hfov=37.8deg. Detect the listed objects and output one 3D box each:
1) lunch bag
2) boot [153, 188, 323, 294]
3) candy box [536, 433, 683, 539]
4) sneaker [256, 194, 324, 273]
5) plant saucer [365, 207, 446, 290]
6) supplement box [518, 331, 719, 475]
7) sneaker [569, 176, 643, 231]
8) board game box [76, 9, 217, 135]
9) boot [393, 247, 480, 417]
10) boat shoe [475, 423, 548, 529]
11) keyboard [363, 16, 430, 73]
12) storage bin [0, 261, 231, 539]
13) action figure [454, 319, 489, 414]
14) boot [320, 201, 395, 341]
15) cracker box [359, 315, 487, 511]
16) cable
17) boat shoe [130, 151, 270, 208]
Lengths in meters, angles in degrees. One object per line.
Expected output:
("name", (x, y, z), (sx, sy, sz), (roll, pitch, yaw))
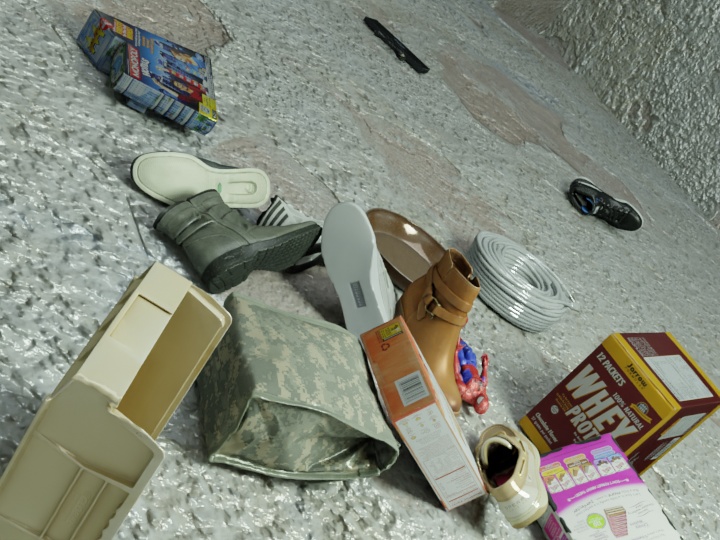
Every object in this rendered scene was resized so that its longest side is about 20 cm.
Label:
("lunch bag", (-0.063, 0.132, 1.107), (0.200, 0.118, 0.164), (19, 30, -29))
("boot", (-0.150, -0.058, 1.319), (0.200, 0.068, 0.131), (-22, 64, -42))
("candy box", (0.301, 0.312, 1.308), (0.136, 0.061, 0.200), (-12, 48, -21))
("sneaker", (-0.068, -0.066, 1.478), (0.115, 0.076, 0.200), (50, 29, 18))
("plant saucer", (0.077, -0.017, 1.644), (0.200, 0.037, 0.201), (32, 25, -17))
("supplement box", (0.374, 0.201, 1.497), (0.200, 0.197, 0.133), (4, 43, -52))
("sneaker", (0.581, -0.142, 2.521), (0.200, 0.073, 0.112), (33, 28, 5))
("board game box", (-0.312, -0.288, 1.531), (0.200, 0.062, 0.200), (25, 29, -27))
("boot", (0.112, 0.079, 1.390), (0.074, 0.155, 0.200), (15, 34, -43))
("boat shoe", (0.176, 0.231, 1.283), (0.069, 0.074, 0.200), (52, 7, -17))
("keyboard", (0.081, -0.548, 2.560), (0.200, 0.021, 0.127), (44, 19, 12))
("storage bin", (-0.201, 0.122, 0.839), (0.094, 0.199, 0.200), (32, 26, -7))
("action figure", (0.149, 0.129, 1.490), (0.065, 0.052, 0.200), (29, 29, -29))
("boot", (0.000, 0.000, 1.390), (0.096, 0.073, 0.201), (-58, 140, -72))
("cracker box", (0.074, 0.165, 1.201), (0.134, 0.058, 0.200), (-112, 176, -46))
("cable", (0.265, 0.018, 1.808), (0.200, 0.069, 0.200), (1, 44, -52))
("boat shoe", (-0.218, -0.116, 1.391), (0.200, 0.072, 0.068), (6, 4, -40))
